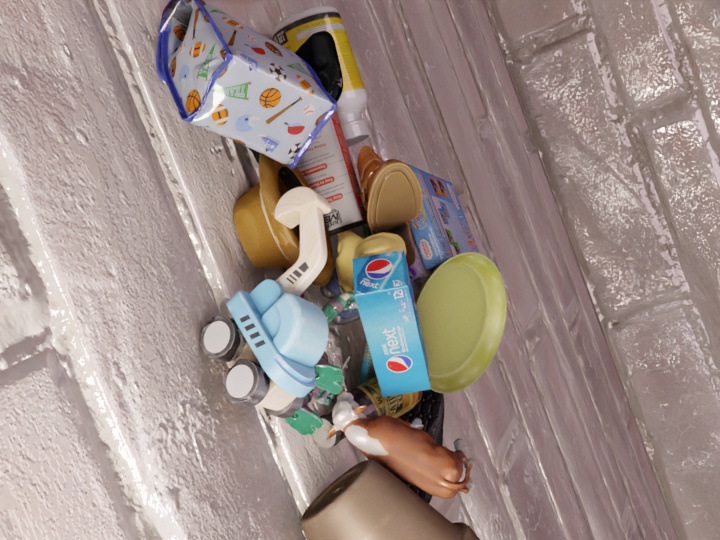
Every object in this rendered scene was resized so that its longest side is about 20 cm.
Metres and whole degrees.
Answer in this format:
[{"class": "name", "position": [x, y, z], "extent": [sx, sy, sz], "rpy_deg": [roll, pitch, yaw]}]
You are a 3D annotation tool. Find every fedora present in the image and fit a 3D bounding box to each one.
[{"class": "fedora", "position": [-0.105, -0.059, 1.303], "extent": [0.202, 0.081, 0.202], "rpy_deg": [57, 17, -29]}]

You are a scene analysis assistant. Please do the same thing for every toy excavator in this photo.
[{"class": "toy excavator", "position": [-0.081, 0.034, 1.149], "extent": [0.195, 0.200, 0.100], "rpy_deg": [55, 12, 32]}]

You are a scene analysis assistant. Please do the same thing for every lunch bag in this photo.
[{"class": "lunch bag", "position": [-0.148, -0.236, 1.242], "extent": [0.169, 0.124, 0.201], "rpy_deg": [21, 29, -41]}]

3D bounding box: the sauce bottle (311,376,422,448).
[{"class": "sauce bottle", "position": [0.009, 0.183, 1.364], "extent": [0.199, 0.065, 0.067], "rpy_deg": [-24, 94, -54]}]

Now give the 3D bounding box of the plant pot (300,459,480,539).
[{"class": "plant pot", "position": [0.023, 0.324, 1.197], "extent": [0.175, 0.200, 0.200], "rpy_deg": [50, 24, -2]}]

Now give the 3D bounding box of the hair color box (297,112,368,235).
[{"class": "hair color box", "position": [-0.066, -0.148, 1.437], "extent": [0.061, 0.100, 0.203], "rpy_deg": [8, 65, -78]}]

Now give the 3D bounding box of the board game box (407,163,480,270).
[{"class": "board game box", "position": [0.119, -0.070, 1.541], "extent": [0.199, 0.036, 0.153], "rpy_deg": [7, 60, -66]}]

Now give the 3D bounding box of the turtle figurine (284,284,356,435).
[{"class": "turtle figurine", "position": [-0.057, 0.103, 1.271], "extent": [0.201, 0.099, 0.151], "rpy_deg": [-91, -171, -62]}]

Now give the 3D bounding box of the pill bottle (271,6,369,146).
[{"class": "pill bottle", "position": [-0.055, -0.288, 1.568], "extent": [0.112, 0.111, 0.202], "rpy_deg": [-16, 86, -68]}]

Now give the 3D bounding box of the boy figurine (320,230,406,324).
[{"class": "boy figurine", "position": [0.000, 0.000, 1.350], "extent": [0.064, 0.200, 0.126], "rpy_deg": [-14, 72, -24]}]

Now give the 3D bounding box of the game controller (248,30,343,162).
[{"class": "game controller", "position": [-0.089, -0.222, 1.341], "extent": [0.042, 0.199, 0.106], "rpy_deg": [14, 57, -34]}]

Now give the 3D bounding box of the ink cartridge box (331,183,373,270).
[{"class": "ink cartridge box", "position": [0.020, -0.028, 1.570], "extent": [0.200, 0.082, 0.149], "rpy_deg": [27, 49, -59]}]

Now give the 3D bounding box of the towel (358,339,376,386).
[{"class": "towel", "position": [0.046, 0.114, 1.495], "extent": [0.146, 0.021, 0.203], "rpy_deg": [26, 73, -60]}]

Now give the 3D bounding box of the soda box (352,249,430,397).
[{"class": "soda box", "position": [0.040, 0.070, 1.294], "extent": [0.065, 0.067, 0.201], "rpy_deg": [-94, 172, -46]}]

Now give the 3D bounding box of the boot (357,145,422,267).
[{"class": "boot", "position": [0.028, -0.115, 1.379], "extent": [0.201, 0.073, 0.156], "rpy_deg": [88, -11, -52]}]

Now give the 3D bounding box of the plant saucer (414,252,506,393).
[{"class": "plant saucer", "position": [0.131, 0.072, 1.453], "extent": [0.198, 0.031, 0.203], "rpy_deg": [-13, 109, -41]}]

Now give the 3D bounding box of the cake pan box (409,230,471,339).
[{"class": "cake pan box", "position": [0.098, -0.012, 1.545], "extent": [0.185, 0.052, 0.201], "rpy_deg": [54, 22, -32]}]

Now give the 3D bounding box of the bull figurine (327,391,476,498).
[{"class": "bull figurine", "position": [0.054, 0.215, 1.257], "extent": [0.199, 0.066, 0.121], "rpy_deg": [31, 14, 30]}]

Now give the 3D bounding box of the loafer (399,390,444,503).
[{"class": "loafer", "position": [0.087, 0.249, 1.509], "extent": [0.071, 0.067, 0.203], "rpy_deg": [69, 26, -66]}]
